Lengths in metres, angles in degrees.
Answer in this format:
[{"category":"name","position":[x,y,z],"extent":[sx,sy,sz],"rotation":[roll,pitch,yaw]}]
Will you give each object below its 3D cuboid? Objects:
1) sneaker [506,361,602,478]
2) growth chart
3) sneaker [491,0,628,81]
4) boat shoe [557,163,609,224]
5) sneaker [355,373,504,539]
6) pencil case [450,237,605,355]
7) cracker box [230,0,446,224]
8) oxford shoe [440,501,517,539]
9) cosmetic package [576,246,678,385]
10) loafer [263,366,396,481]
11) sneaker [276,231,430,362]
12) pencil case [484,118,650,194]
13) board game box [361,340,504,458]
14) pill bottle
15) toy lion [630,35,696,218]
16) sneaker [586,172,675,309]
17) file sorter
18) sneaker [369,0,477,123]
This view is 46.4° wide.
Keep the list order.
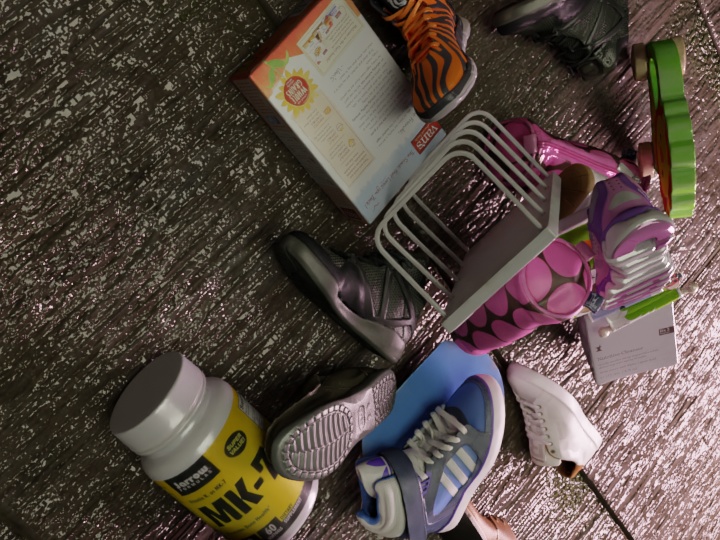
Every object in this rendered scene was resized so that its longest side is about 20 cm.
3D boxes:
[{"category":"sneaker","position":[0.238,0.198,1.068],"extent":[0.200,0.072,0.085],"rotation":[46,74,-29]},{"category":"growth chart","position":[0.273,-0.001,0.936],"extent":[0.144,0.018,0.200],"rotation":[-34,125,19]},{"category":"sneaker","position":[0.243,-0.275,0.980],"extent":[0.197,0.076,0.117],"rotation":[-18,102,-31]},{"category":"boat shoe","position":[0.217,-0.035,0.959],"extent":[0.068,0.200,0.072],"rotation":[13,49,-27]},{"category":"sneaker","position":[0.067,0.205,0.925],"extent":[0.144,0.080,0.203],"rotation":[11,106,-35]},{"category":"pencil case","position":[0.165,0.030,0.887],"extent":[0.091,0.200,0.094],"rotation":[44,66,-4]},{"category":"cracker box","position":[-0.018,-0.167,0.862],"extent":[0.134,0.057,0.200],"rotation":[-48,117,-14]},{"category":"oxford shoe","position":[0.153,0.332,1.058],"extent":[0.072,0.071,0.201],"rotation":[-53,127,-31]},{"category":"cosmetic package","position":[0.319,0.034,1.030],"extent":[0.111,0.082,0.202],"rotation":[-17,128,9]},{"category":"loafer","position":[-0.037,0.151,0.858],"extent":[0.199,0.069,0.077],"rotation":[-20,115,-55]},{"category":"sneaker","position":[0.000,0.000,0.887],"extent":[0.199,0.076,0.115],"rotation":[41,77,-32]},{"category":"pencil case","position":[0.244,-0.119,0.992],"extent":[0.197,0.093,0.093],"rotation":[10,89,-30]},{"category":"board game box","position":[0.082,0.175,0.997],"extent":[0.200,0.039,0.158],"rotation":[-45,122,-9]},{"category":"pill bottle","position":[-0.142,0.179,0.825],"extent":[0.115,0.114,0.200],"rotation":[-49,118,-13]},{"category":"toy lion","position":[0.373,-0.171,1.012],"extent":[0.067,0.192,0.204],"rotation":[-6,106,14]},{"category":"sneaker","position":[0.266,-0.030,0.853],"extent":[0.079,0.090,0.201],"rotation":[-24,151,2]},{"category":"file sorter","position":[0.108,-0.062,0.844],"extent":[0.124,0.200,0.139],"rotation":[43,114,-5]},{"category":"sneaker","position":[0.055,-0.233,0.839],"extent":[0.077,0.202,0.112],"rotation":[-34,120,26]}]
